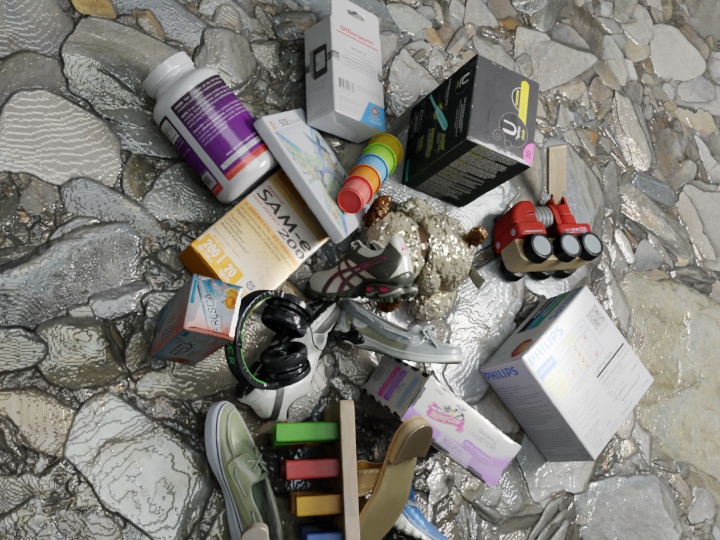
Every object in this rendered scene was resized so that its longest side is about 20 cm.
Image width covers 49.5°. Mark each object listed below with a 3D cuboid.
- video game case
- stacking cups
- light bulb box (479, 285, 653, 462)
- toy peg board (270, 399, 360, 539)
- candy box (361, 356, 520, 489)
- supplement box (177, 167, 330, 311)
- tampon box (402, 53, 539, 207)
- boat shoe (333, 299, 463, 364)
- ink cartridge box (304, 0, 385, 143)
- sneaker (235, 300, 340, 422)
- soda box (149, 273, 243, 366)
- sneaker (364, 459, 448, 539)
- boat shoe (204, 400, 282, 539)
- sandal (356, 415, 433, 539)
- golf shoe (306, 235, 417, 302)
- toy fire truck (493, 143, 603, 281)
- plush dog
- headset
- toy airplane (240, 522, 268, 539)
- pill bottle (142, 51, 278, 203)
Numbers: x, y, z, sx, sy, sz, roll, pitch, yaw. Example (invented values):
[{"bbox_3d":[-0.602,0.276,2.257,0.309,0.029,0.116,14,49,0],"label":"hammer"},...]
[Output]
[{"bbox_3d":[-0.063,-0.145,1.150,0.201,0.022,0.182,56,20,-5],"label":"video game case"},{"bbox_3d":[0.017,-0.144,1.181,0.060,0.060,0.201,42,32,-11],"label":"stacking cups"},{"bbox_3d":[0.337,0.170,1.278,0.198,0.125,0.201,-40,95,-29],"label":"light bulb box"},{"bbox_3d":[-0.064,0.278,1.010,0.096,0.200,0.203,-1,77,-8],"label":"toy peg board"},{"bbox_3d":[0.106,0.205,1.098,0.167,0.200,0.072,39,83,-13],"label":"candy box"},{"bbox_3d":[-0.141,-0.041,1.113,0.126,0.073,0.200,49,60,-8],"label":"supplement box"},{"bbox_3d":[0.175,-0.217,1.254,0.125,0.199,0.152,18,69,-22],"label":"tampon box"},{"bbox_3d":[0.054,0.091,1.122,0.074,0.199,0.066,16,87,-62],"label":"boat shoe"},{"bbox_3d":[-0.026,-0.318,1.237,0.115,0.066,0.203,12,69,-44],"label":"ink cartridge box"},{"bbox_3d":[-0.091,0.126,1.106,0.201,0.073,0.080,-50,116,-24],"label":"sneaker"},{"bbox_3d":[-0.208,0.066,0.975,0.063,0.200,0.069,16,68,-22],"label":"soda box"},{"bbox_3d":[0.064,0.338,1.112,0.200,0.078,0.090,46,45,-25],"label":"sneaker"},{"bbox_3d":[-0.147,0.267,1.021,0.072,0.061,0.203,-15,90,-63],"label":"boat shoe"},{"bbox_3d":[0.025,0.260,1.008,0.077,0.214,0.070,0,31,-41],"label":"sandal"},{"bbox_3d":[0.000,0.000,1.105,0.077,0.198,0.090,-7,93,-46],"label":"golf shoe"},{"bbox_3d":[0.316,-0.101,1.354,0.174,0.129,0.203,-3,66,-28],"label":"toy fire truck"},{"bbox_3d":[0.081,-0.029,1.175,0.170,0.160,0.203,-3,79,-31],"label":"plush dog"},{"bbox_3d":[-0.085,0.089,1.007,0.199,0.093,0.126,4,89,-53],"label":"headset"},{"bbox_3d":[-0.129,0.428,0.948,0.199,0.141,0.201,-43,117,-6],"label":"toy airplane"},{"bbox_3d":[-0.211,-0.202,1.098,0.112,0.112,0.201,-42,98,-30],"label":"pill bottle"}]
